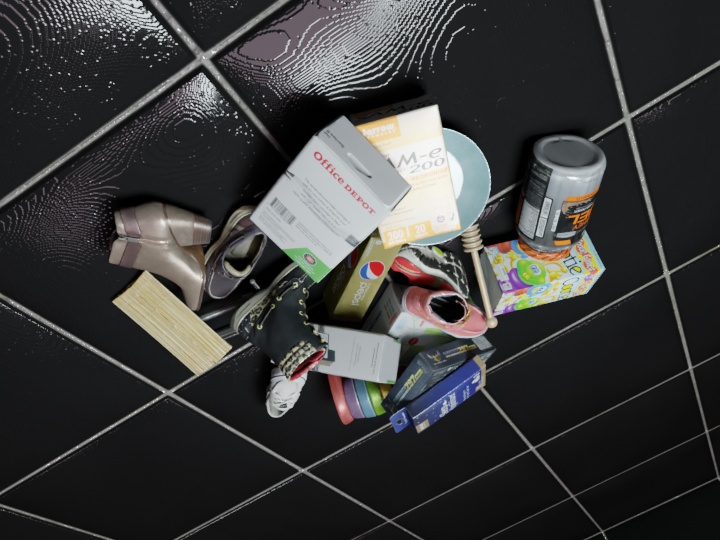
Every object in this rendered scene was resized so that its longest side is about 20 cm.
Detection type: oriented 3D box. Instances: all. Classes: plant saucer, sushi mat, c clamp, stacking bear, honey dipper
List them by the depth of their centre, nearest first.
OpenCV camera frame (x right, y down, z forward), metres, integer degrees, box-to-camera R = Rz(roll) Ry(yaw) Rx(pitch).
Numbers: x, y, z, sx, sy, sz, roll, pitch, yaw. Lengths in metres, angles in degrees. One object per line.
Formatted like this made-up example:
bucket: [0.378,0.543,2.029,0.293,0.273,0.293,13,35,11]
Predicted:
plant saucer: [0.106,-0.138,1.005,0.201,0.039,0.201,-2,119,-4]
sushi mat: [-0.318,0.092,1.060,0.096,0.012,0.200,-36,110,19]
c clamp: [-0.245,0.080,1.107,0.200,0.027,0.171,-24,154,5]
honey dipper: [0.220,0.012,1.140,0.038,0.038,0.200,-17,101,-3]
stacking bear: [0.046,0.242,1.314,0.200,0.114,0.122,-18,136,3]

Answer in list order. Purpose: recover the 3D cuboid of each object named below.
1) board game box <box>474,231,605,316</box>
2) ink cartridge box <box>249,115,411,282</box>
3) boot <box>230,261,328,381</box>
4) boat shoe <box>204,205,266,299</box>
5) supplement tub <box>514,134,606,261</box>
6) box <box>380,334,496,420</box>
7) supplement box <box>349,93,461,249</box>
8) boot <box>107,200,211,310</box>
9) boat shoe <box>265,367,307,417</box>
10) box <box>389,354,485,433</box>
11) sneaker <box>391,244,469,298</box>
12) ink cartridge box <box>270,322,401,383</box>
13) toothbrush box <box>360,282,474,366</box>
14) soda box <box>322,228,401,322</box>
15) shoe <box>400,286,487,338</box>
board game box: [0.334,0.000,1.181,0.200,0.105,0.103,-13,153,-8]
ink cartridge box: [-0.045,-0.098,0.897,0.146,0.084,0.200,45,133,-5]
boot: [-0.095,0.075,1.043,0.204,0.154,0.074,-39,154,-18]
boat shoe: [-0.205,-0.016,1.012,0.072,0.065,0.200,12,131,-33]
supplement tub: [0.334,-0.120,1.068,0.122,0.123,0.200,-11,136,-10]
box: [0.151,0.204,1.203,0.200,0.051,0.158,-9,139,-43]
supplement box: [0.068,-0.146,0.933,0.126,0.074,0.200,-15,118,4]
boot: [-0.313,-0.020,0.969,0.146,0.070,0.200,0,123,-23]
boat shoe: [-0.154,0.244,1.242,0.072,0.066,0.200,10,151,-18]
box: [0.150,0.245,1.175,0.200,0.032,0.121,-33,152,-7]
sneaker: [0.130,0.002,1.165,0.085,0.077,0.200,-26,139,35]
ink cartridge box: [-0.041,0.145,1.121,0.200,0.084,0.146,7,171,17]
toothbrush box: [0.121,0.116,1.248,0.200,0.086,0.146,11,128,-27]
soda box: [0.000,0.000,1.102,0.064,0.068,0.200,6,130,-26]
shoe: [0.174,0.082,1.134,0.200,0.091,0.072,21,85,-27]
